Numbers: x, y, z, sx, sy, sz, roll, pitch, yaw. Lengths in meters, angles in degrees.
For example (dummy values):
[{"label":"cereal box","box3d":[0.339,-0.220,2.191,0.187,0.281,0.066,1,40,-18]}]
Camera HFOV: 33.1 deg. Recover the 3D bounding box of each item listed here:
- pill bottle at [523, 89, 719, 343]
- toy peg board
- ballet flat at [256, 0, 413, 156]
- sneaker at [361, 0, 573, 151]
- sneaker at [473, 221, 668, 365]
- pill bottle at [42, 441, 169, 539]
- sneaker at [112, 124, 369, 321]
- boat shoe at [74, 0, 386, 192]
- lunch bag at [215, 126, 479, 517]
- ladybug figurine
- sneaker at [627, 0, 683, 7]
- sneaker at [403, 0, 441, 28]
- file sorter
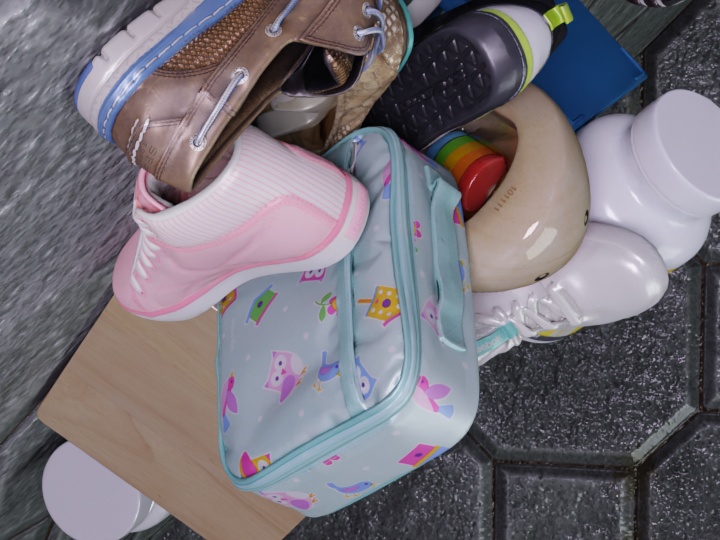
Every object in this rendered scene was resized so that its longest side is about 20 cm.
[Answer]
[{"label":"pill bottle","box3d":[0.165,-0.036,0.828,0.112,0.112,0.200,-39,178,-40]},{"label":"toy peg board","box3d":[-0.097,0.081,0.878,0.199,0.200,0.098,-49,-173,38]},{"label":"ballet flat","box3d":[-0.028,-0.101,0.721,0.065,0.071,0.200,-12,159,-20]},{"label":"sneaker","box3d":[0.055,-0.120,0.740,0.083,0.072,0.200,-36,-163,-28]},{"label":"sneaker","box3d":[0.099,0.026,0.778,0.199,0.075,0.089,-9,-149,43]},{"label":"pill bottle","box3d":[-0.201,0.173,1.122,0.113,0.113,0.200,-46,174,18]},{"label":"sneaker","box3d":[-0.099,-0.031,0.668,0.200,0.104,0.076,-16,-122,43]},{"label":"boat shoe","box3d":[-0.027,-0.110,0.532,0.200,0.072,0.072,-43,174,-11]},{"label":"lunch bag","box3d":[-0.009,0.021,0.680,0.160,0.077,0.201,-34,-135,35]},{"label":"ladybug figurine","box3d":[0.078,-0.051,0.755,0.136,0.072,0.200,-52,-149,9]},{"label":"sneaker","box3d":[0.195,-0.242,0.825,0.115,0.076,0.200,-38,-152,-12]},{"label":"sneaker","box3d":[0.074,-0.191,0.641,0.074,0.080,0.200,-41,176,-47]},{"label":"file sorter","box3d":[0.102,-0.140,0.910,0.123,0.139,0.200,-43,176,33]}]
